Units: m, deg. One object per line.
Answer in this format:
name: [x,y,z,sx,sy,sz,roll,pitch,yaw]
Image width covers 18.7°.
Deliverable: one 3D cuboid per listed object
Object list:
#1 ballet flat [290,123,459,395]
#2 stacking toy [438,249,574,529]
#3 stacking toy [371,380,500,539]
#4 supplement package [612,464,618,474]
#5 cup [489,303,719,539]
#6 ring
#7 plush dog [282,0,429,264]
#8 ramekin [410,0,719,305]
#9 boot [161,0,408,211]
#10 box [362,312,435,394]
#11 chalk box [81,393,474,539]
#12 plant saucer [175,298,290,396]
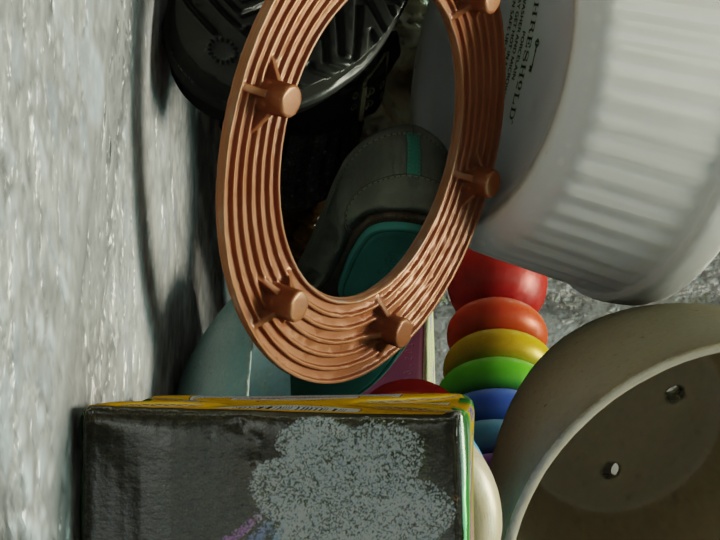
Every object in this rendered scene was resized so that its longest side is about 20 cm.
ballet flat: [0.000,0.000,1.029,0.200,0.067,0.064,121,-27,-55]
stacking toy: [0.071,0.066,1.132,0.085,0.085,0.200,86,6,-50]
stacking toy: [0.015,0.080,0.892,0.200,0.085,0.085,-60,149,-82]
supplement package: [0.096,0.171,1.198,0.200,0.114,0.110,-81,169,-59]
cup: [0.139,0.094,0.980,0.143,0.200,0.200,-120,-154,-65]
ring: [0.010,-0.051,0.868,0.200,0.019,0.201,-30,127,-49]
plush dog: [0.023,-0.053,1.162,0.160,0.172,0.200,47,12,10]
ramekin: [0.098,-0.089,0.996,0.202,0.094,0.203,-171,-90,-66]
boot: [-0.034,-0.084,0.950,0.211,0.079,0.158,-47,170,-48]
box: [-0.007,0.109,1.235,0.176,0.097,0.200,-85,173,-56]
chalk box: [-0.023,0.142,0.721,0.124,0.124,0.200,12,78,-86]
plant saucer: [-0.054,0.097,0.909,0.201,0.039,0.201,0,90,-87]
